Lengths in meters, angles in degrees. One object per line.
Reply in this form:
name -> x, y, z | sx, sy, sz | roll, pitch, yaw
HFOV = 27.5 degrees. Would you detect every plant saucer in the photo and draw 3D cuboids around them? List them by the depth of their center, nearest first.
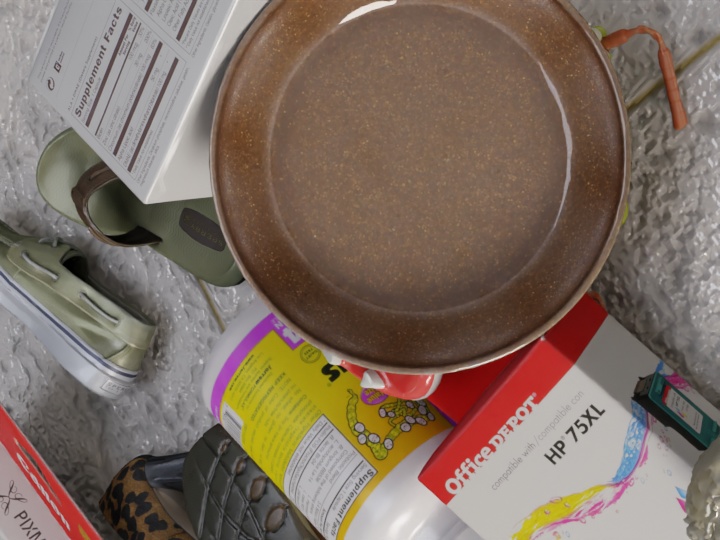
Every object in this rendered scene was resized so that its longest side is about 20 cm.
plant saucer -> 0.028, -0.053, 0.702 | 0.197, 0.037, 0.204 | 0, 93, 3

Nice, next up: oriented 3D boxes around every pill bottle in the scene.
pill bottle -> 0.005, 0.104, 0.845 | 0.200, 0.104, 0.105 | 43, 121, 25

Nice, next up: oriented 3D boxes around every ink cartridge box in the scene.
ink cartridge box -> 0.112, 0.096, 0.743 | 0.200, 0.067, 0.117 | 41, 122, 6
ink cartridge box -> -0.233, 0.176, 1.036 | 0.200, 0.044, 0.177 | 47, 157, 24

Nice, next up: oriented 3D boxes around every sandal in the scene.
sandal -> -0.149, -0.048, 0.976 | 0.199, 0.057, 0.081 | 23, 111, 35

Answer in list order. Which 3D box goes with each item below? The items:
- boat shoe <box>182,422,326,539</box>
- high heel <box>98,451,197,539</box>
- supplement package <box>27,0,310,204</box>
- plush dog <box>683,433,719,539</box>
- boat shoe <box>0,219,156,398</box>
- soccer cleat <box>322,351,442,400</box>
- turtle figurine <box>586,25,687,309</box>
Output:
boat shoe -> -0.031, 0.179, 0.903 | 0.076, 0.074, 0.201 | -46, 74, 24
high heel -> -0.129, 0.214, 0.961 | 0.141, 0.071, 0.202 | -17, 54, 35
supplement package -> -0.048, -0.137, 0.786 | 0.111, 0.199, 0.157 | 43, 120, 25
plush dog -> 0.250, 0.081, 0.595 | 0.171, 0.160, 0.201 | 35, 91, 6
boat shoe -> -0.217, 0.010, 1.047 | 0.199, 0.072, 0.062 | 39, 95, 24
soccer cleat -> 0.000, 0.000, 0.825 | 0.200, 0.084, 0.069 | 44, 123, 42
turtle figurine -> 0.075, -0.041, 0.775 | 0.160, 0.064, 0.203 | 20, 112, 25
